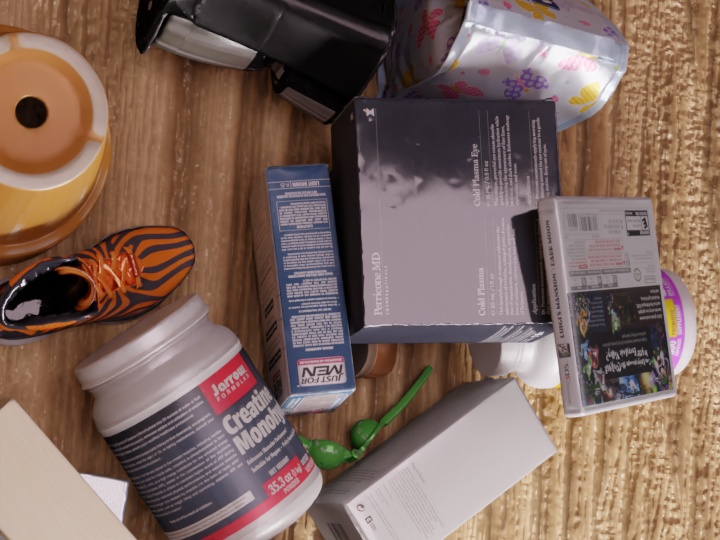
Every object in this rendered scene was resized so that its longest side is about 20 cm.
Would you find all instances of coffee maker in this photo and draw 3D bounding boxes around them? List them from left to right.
[{"bbox_3d":[-0.070,-0.234,1.680,0.199,0.192,0.135,20,61,-21],"label":"coffee maker"}]

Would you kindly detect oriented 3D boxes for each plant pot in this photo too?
[{"bbox_3d":[-0.287,-0.112,1.580,0.199,0.183,0.202,2,83,-22],"label":"plant pot"}]

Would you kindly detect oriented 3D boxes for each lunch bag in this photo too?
[{"bbox_3d":[0.128,-0.198,1.751,0.169,0.200,0.128,10,80,-20],"label":"lunch bag"}]

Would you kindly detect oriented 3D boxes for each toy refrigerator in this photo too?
[{"bbox_3d":[-0.244,0.200,1.555,0.076,0.070,0.200,-43,99,-15],"label":"toy refrigerator"}]

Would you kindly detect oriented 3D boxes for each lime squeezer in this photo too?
[{"bbox_3d":[-0.015,0.141,1.750,0.199,0.038,0.071,-13,58,-22],"label":"lime squeezer"}]

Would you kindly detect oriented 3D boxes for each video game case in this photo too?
[{"bbox_3d":[0.215,0.027,1.686,0.200,0.023,0.183,-3,85,-59],"label":"video game case"}]

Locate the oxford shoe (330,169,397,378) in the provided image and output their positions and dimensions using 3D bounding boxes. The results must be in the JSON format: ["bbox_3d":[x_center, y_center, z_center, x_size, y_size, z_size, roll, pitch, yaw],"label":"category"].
[{"bbox_3d":[0.000,0.000,1.761,0.071,0.071,0.201,9,76,-51],"label":"oxford shoe"}]

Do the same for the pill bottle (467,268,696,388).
[{"bbox_3d":[0.203,0.054,1.805,0.199,0.104,0.105,-4,86,-22],"label":"pill bottle"}]

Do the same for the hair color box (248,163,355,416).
[{"bbox_3d":[-0.052,0.018,1.688,0.060,0.100,0.201,-4,77,-12],"label":"hair color box"}]

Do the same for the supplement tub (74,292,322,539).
[{"bbox_3d":[-0.136,0.135,1.638,0.140,0.140,0.201,-35,98,-22],"label":"supplement tub"}]

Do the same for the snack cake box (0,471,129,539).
[{"bbox_3d":[-0.267,0.263,1.610,0.114,0.067,0.201,13,80,-22],"label":"snack cake box"}]

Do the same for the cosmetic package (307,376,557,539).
[{"bbox_3d":[0.061,0.182,1.732,0.200,0.108,0.085,-33,97,-21],"label":"cosmetic package"}]

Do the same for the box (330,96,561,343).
[{"bbox_3d":[0.074,-0.042,1.683,0.181,0.104,0.201,1,80,-14],"label":"box"}]

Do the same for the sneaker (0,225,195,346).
[{"bbox_3d":[-0.218,0.013,1.633,0.199,0.112,0.078,-24,94,-23],"label":"sneaker"}]
